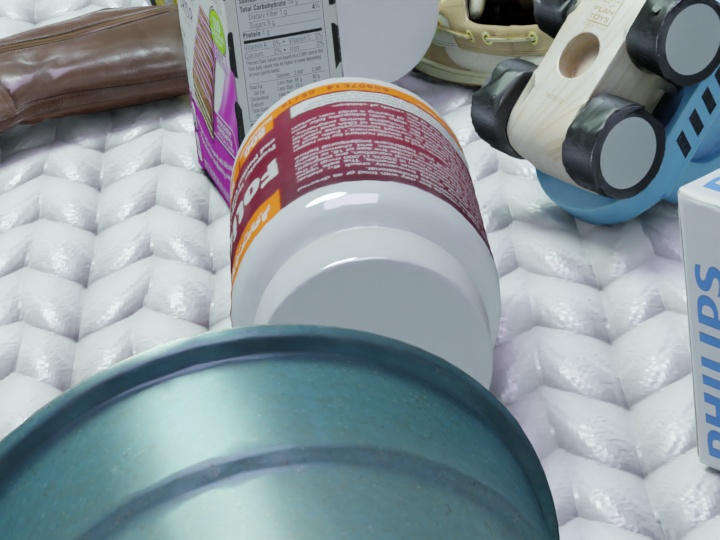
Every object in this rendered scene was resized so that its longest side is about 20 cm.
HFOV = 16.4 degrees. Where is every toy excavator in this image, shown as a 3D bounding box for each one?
[{"bbox_3d":[0.181,-0.093,1.280,0.100,0.200,0.195,26,83,50],"label":"toy excavator"}]

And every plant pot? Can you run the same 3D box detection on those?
[{"bbox_3d":[-0.010,0.148,0.666,0.199,0.201,0.196,-11,31,-11],"label":"plant pot"}]

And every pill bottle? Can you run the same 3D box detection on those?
[{"bbox_3d":[-0.042,-0.171,1.483,0.111,0.112,0.200,-19,26,-27],"label":"pill bottle"},{"bbox_3d":[0.000,0.000,1.078,0.114,0.115,0.200,-6,23,-1],"label":"pill bottle"}]

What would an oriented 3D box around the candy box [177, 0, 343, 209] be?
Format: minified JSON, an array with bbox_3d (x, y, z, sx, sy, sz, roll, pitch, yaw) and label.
[{"bbox_3d":[-0.054,-0.130,1.280,0.061,0.201,0.136,-11,23,-13],"label":"candy box"}]

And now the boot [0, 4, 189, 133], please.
[{"bbox_3d":[-0.211,-0.128,1.482,0.199,0.064,0.186,-23,42,-27],"label":"boot"}]

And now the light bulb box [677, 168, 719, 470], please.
[{"bbox_3d":[0.263,0.014,0.971,0.198,0.125,0.200,-24,29,-35],"label":"light bulb box"}]

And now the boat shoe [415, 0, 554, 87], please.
[{"bbox_3d":[0.083,-0.141,1.440,0.074,0.067,0.200,-19,26,-27],"label":"boat shoe"}]
